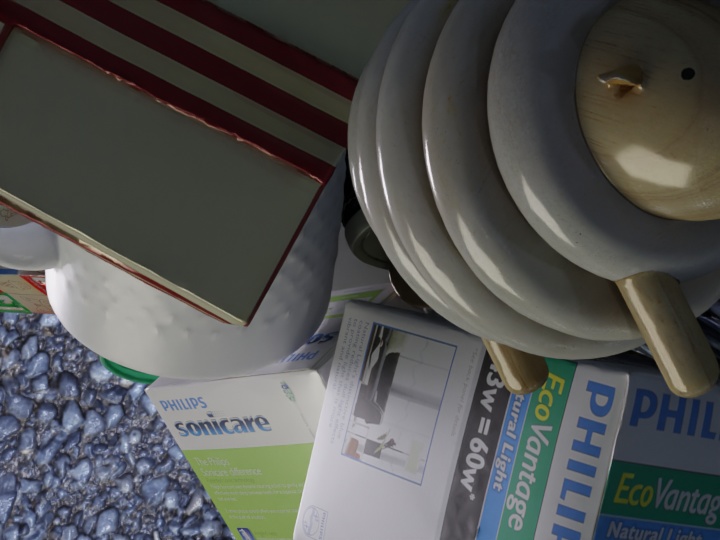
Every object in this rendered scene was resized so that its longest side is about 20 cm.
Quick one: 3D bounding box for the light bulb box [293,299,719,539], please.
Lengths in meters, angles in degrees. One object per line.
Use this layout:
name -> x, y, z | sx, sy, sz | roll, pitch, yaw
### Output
light bulb box -> 0.111, 0.100, 0.909 | 0.198, 0.125, 0.200 | 12, -179, -36

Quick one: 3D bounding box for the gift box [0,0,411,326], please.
gift box -> -0.088, -0.097, 0.765 | 0.186, 0.185, 0.200 | 28, 171, -5

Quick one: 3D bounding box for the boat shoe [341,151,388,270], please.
boat shoe -> 0.032, -0.031, 1.081 | 0.066, 0.074, 0.199 | 62, -162, 20

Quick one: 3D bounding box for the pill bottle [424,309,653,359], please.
pill bottle -> 0.116, 0.088, 1.100 | 0.200, 0.110, 0.109 | 23, 174, 1

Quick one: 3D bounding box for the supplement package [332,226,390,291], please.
supplement package -> 0.000, 0.000, 1.224 | 0.200, 0.120, 0.121 | 39, 176, -20

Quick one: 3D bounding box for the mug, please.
mug -> -0.102, -0.056, 0.943 | 0.148, 0.199, 0.176 | -120, 28, -44

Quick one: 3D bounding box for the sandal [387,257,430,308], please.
sandal -> 0.101, -0.007, 0.923 | 0.069, 0.078, 0.211 | -1, -177, -34

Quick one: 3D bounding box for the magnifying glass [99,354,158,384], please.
magnifying glass -> -0.124, 0.028, 1.229 | 0.079, 0.022, 0.200 | 2, 153, -6

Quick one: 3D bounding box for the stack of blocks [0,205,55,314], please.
stack of blocks -> -0.152, -0.076, 1.121 | 0.115, 0.201, 0.059 | 1, 156, 28

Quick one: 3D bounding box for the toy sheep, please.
toy sheep -> 0.060, -0.034, 0.580 | 0.138, 0.138, 0.200 | 39, 158, -21

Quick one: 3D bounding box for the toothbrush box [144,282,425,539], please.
toothbrush box -> -0.001, 0.116, 1.054 | 0.145, 0.086, 0.200 | -10, 117, 48
